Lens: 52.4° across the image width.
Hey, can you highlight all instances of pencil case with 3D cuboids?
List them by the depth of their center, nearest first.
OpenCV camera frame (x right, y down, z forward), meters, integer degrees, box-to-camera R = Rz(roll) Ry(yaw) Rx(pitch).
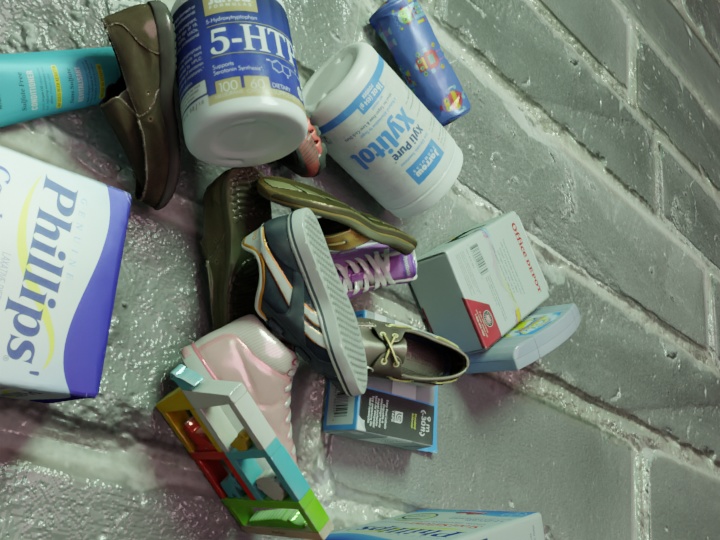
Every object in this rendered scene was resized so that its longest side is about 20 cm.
[{"bbox_3d":[0.087,-0.302,1.071,0.078,0.087,0.201,-30,103,-8],"label":"pencil case"}]

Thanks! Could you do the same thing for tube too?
[{"bbox_3d":[-0.307,-0.167,0.666,0.200,0.050,0.078,-27,125,-44],"label":"tube"}]

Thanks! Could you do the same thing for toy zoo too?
[{"bbox_3d":[-0.120,0.173,0.699,0.020,0.131,0.201,-43,109,-42],"label":"toy zoo"}]

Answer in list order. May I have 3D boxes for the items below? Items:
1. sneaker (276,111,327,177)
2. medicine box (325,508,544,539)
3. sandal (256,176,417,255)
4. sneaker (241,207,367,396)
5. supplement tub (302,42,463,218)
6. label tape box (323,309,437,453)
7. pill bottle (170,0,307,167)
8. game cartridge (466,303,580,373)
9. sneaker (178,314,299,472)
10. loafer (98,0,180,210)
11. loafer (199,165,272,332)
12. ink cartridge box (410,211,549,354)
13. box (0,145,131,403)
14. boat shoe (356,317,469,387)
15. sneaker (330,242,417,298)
[{"bbox_3d":[-0.121,-0.174,0.836,0.201,0.071,0.098,50,49,-21],"label":"sneaker"},{"bbox_3d":[0.081,0.336,0.817,0.199,0.182,0.104,5,75,-44],"label":"medicine box"},{"bbox_3d":[-0.024,-0.046,0.785,0.199,0.080,0.054,22,100,-35],"label":"sandal"},{"bbox_3d":[-0.055,0.040,0.740,0.078,0.079,0.201,-63,135,-69],"label":"sneaker"},{"bbox_3d":[0.024,-0.177,0.937,0.200,0.132,0.132,40,54,-28],"label":"supplement tub"},{"bbox_3d":[0.051,0.146,0.923,0.199,0.066,0.144,21,64,-38],"label":"label tape box"},{"bbox_3d":[-0.126,-0.216,0.724,0.119,0.119,0.201,4,68,-44],"label":"pill bottle"},{"bbox_3d":[0.234,0.096,1.069,0.200,0.133,0.041,-25,103,-46],"label":"game cartridge"},{"bbox_3d":[-0.090,0.135,0.751,0.104,0.075,0.201,-35,109,-16],"label":"sneaker"},{"bbox_3d":[-0.217,-0.156,0.706,0.071,0.073,0.201,-7,115,-24],"label":"loafer"},{"bbox_3d":[-0.131,-0.011,0.788,0.076,0.067,0.202,-2,96,-41],"label":"loafer"},{"bbox_3d":[0.174,0.017,1.063,0.200,0.083,0.146,-28,96,-46],"label":"ink cartridge box"},{"bbox_3d":[-0.305,-0.001,0.582,0.199,0.105,0.185,20,66,-40],"label":"box"},{"bbox_3d":[0.037,0.093,0.834,0.199,0.059,0.072,18,68,-33],"label":"boat shoe"},{"bbox_3d":[0.000,-0.001,0.847,0.200,0.114,0.073,-30,111,-57],"label":"sneaker"}]
